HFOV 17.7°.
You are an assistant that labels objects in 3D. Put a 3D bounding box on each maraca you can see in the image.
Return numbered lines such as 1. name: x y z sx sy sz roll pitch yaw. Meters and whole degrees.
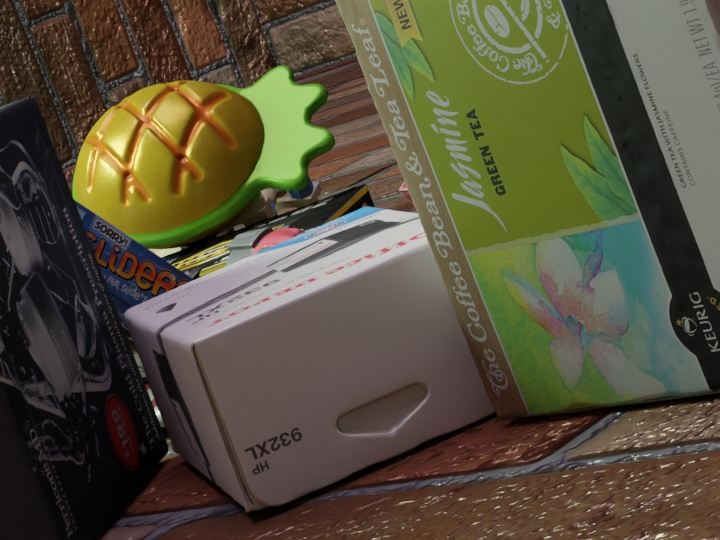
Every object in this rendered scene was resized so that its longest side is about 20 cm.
1. maraca: -0.115 -0.082 1.658 0.199 0.138 0.107 -17 -36 9

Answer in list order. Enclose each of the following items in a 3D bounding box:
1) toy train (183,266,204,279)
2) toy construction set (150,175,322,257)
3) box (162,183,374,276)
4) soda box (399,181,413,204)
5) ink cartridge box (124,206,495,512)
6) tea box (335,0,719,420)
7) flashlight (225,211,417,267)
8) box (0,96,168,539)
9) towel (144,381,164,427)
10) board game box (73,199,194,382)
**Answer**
1. toy train: -0.134 0.039 1.440 0.046 0.034 0.200 -46 7 -24
2. toy construction set: -0.128 -0.030 1.765 0.199 0.092 0.132 -26 30 26
3. box: -0.092 0.006 1.594 0.199 0.050 0.160 -20 6 15
4. soda box: 0.104 -0.050 1.322 0.064 0.070 0.200 -52 19 -16
5. ink cartridge box: -0.020 0.036 1.091 0.144 0.084 0.200 -23 8 -12
6. tea box: 0.126 -0.062 0.944 0.133 0.201 0.196 -28 10 -40
7. flashlight: 0.000 0.000 1.364 0.199 0.068 0.068 -6 26 47
8. box: -0.191 0.038 1.109 0.103 0.201 0.182 -18 9 14
9. towel: -0.082 0.061 1.312 0.199 0.023 0.144 -16 12 45
10. board game box: -0.163 0.016 1.304 0.199 0.135 0.035 -9 50 57
